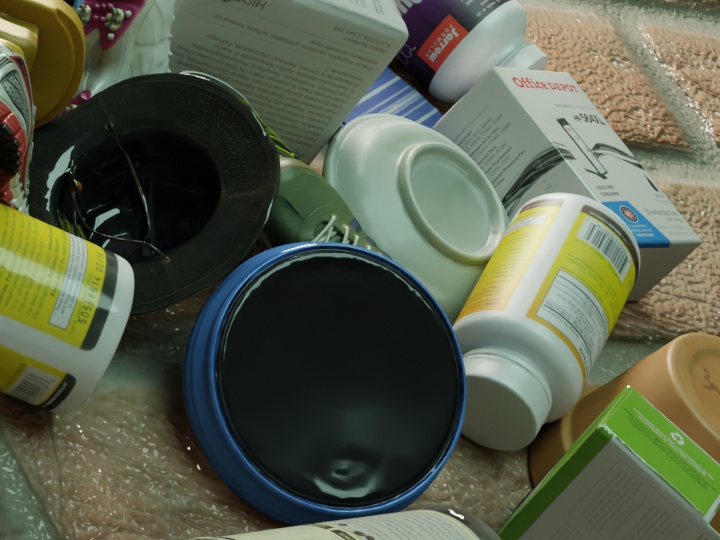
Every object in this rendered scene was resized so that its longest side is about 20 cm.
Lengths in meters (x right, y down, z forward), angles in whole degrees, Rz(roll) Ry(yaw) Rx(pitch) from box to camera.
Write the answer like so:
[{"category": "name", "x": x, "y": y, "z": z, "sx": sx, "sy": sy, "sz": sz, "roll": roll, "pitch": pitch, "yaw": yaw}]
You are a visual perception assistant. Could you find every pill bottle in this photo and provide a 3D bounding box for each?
[{"category": "pill bottle", "x": 0.068, "y": -0.227, "z": 2.128, "sx": 0.200, "sy": 0.112, "sz": 0.112, "roll": 44, "pitch": 33, "yaw": 11}, {"category": "pill bottle", "x": -0.253, "y": 0.006, "z": 1.523, "sx": 0.200, "sy": 0.111, "sz": 0.111, "roll": 25, "pitch": 34, "yaw": -21}, {"category": "pill bottle", "x": 0.133, "y": 0.040, "z": 1.834, "sx": 0.109, "sy": 0.109, "sz": 0.200, "roll": 35, "pitch": 50, "yaw": -4}]

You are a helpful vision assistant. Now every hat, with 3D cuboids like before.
[{"category": "hat", "x": -0.149, "y": -0.036, "z": 1.678, "sx": 0.200, "sy": 0.081, "sz": 0.201, "roll": -3, "pitch": 59, "yaw": 5}]

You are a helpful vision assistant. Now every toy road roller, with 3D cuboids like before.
[{"category": "toy road roller", "x": -0.287, "y": -0.164, "z": 1.651, "sx": 0.200, "sy": 0.123, "sz": 0.146, "roll": 17, "pitch": 24, "yaw": -14}]

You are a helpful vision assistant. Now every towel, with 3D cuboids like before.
[{"category": "towel", "x": 0.054, "y": -0.093, "z": 2.038, "sx": 0.200, "sy": 0.024, "sz": 0.145, "roll": 43, "pitch": 31, "yaw": 5}]

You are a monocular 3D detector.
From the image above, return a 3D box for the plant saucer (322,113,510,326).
[{"category": "plant saucer", "x": 0.061, "y": -0.045, "z": 1.905, "sx": 0.200, "sy": 0.050, "sz": 0.200, "roll": 27, "pitch": 46, "yaw": -32}]

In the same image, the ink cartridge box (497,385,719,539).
[{"category": "ink cartridge box", "x": 0.210, "y": 0.206, "z": 1.690, "sx": 0.200, "sy": 0.148, "sz": 0.076, "roll": 41, "pitch": 31, "yaw": 4}]

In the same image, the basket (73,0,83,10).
[{"category": "basket", "x": -0.290, "y": -0.253, "z": 1.764, "sx": 0.200, "sy": 0.176, "sz": 0.139, "roll": 16, "pitch": 33, "yaw": 1}]

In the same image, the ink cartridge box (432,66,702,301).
[{"category": "ink cartridge box", "x": 0.175, "y": -0.073, "z": 2.040, "sx": 0.200, "sy": 0.084, "sz": 0.146, "roll": 54, "pitch": 26, "yaw": 18}]

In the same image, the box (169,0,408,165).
[{"category": "box", "x": -0.103, "y": -0.214, "z": 1.888, "sx": 0.200, "sy": 0.171, "sz": 0.199, "roll": 17, "pitch": 38, "yaw": -34}]

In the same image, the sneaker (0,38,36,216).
[{"category": "sneaker", "x": -0.242, "y": -0.079, "z": 1.570, "sx": 0.078, "sy": 0.200, "sz": 0.082, "roll": 15, "pitch": 61, "yaw": -8}]

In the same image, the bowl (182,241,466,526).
[{"category": "bowl", "x": -0.020, "y": 0.075, "z": 1.633, "sx": 0.201, "sy": 0.039, "sz": 0.201, "roll": 6, "pitch": 74, "yaw": -22}]

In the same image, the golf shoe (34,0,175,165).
[{"category": "golf shoe", "x": -0.168, "y": -0.149, "z": 1.750, "sx": 0.092, "sy": 0.200, "sz": 0.075, "roll": 21, "pitch": 7, "yaw": -40}]

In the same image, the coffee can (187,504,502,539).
[{"category": "coffee can", "x": -0.015, "y": 0.222, "z": 1.449, "sx": 0.200, "sy": 0.146, "sz": 0.146, "roll": -1, "pitch": 49, "yaw": -45}]

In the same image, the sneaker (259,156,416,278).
[{"category": "sneaker", "x": 0.000, "y": 0.000, "z": 1.720, "sx": 0.090, "sy": 0.067, "sz": 0.200, "roll": 21, "pitch": -28, "yaw": 48}]

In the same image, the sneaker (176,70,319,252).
[{"category": "sneaker", "x": -0.069, "y": -0.073, "z": 1.760, "sx": 0.085, "sy": 0.074, "sz": 0.200, "roll": 15, "pitch": -25, "yaw": 52}]

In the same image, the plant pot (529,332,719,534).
[{"category": "plant pot", "x": 0.248, "y": 0.143, "z": 1.813, "sx": 0.200, "sy": 0.140, "sz": 0.200, "roll": 26, "pitch": 35, "yaw": -19}]
